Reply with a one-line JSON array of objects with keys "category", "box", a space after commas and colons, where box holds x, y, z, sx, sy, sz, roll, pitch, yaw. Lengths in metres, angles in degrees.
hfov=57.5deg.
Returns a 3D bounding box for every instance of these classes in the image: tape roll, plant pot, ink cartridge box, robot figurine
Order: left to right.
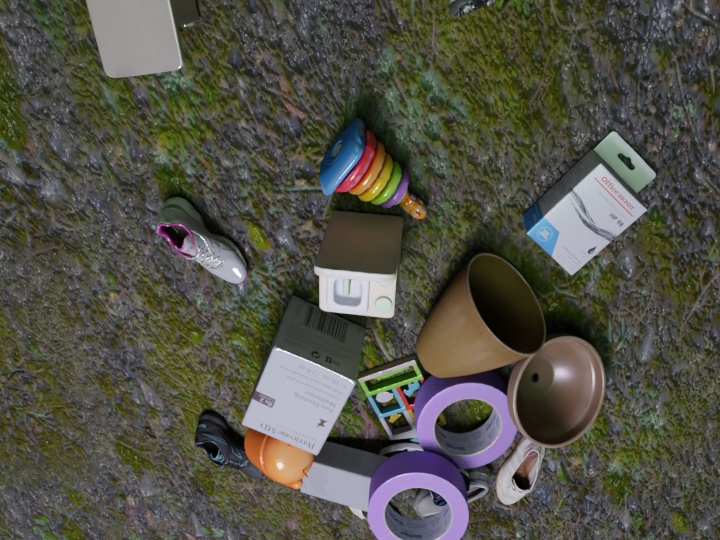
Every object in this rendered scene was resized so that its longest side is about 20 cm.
[{"category": "robot figurine", "box": [-0.163, 0.358, 1.325, 0.114, 0.198, 0.149, 17, 83, -29]}, {"category": "tape roll", "box": [0.111, 0.455, 1.277, 0.193, 0.066, 0.207, 2, 112, 4]}, {"category": "tape roll", "box": [0.203, 0.285, 1.281, 0.193, 0.066, 0.206, 0, 115, -1]}, {"category": "plant pot", "box": [0.191, 0.105, 1.154, 0.185, 0.189, 0.200, 36, 131, -13]}, {"category": "plant pot", "box": [0.342, 0.210, 1.205, 0.194, 0.092, 0.208, -3, 100, -19]}, {"category": "ink cartridge box", "box": [0.373, -0.107, 1.061, 0.115, 0.067, 0.200, 37, 117, -12]}]

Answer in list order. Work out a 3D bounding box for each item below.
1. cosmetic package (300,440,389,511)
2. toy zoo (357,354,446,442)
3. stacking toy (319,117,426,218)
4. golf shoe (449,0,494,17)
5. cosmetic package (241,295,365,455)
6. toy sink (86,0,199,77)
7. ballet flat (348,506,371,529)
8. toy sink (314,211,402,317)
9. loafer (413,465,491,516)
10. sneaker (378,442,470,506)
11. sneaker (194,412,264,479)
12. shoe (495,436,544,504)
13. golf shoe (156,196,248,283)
[{"category": "cosmetic package", "box": [-0.034, 0.432, 1.386, 0.194, 0.074, 0.105, 9, 121, 20]}, {"category": "toy zoo", "box": [0.092, 0.273, 1.338, 0.128, 0.021, 0.203, -20, 115, 18]}, {"category": "stacking toy", "box": [0.037, -0.144, 1.078, 0.197, 0.118, 0.110, 32, 122, -23]}, {"category": "golf shoe", "box": [0.193, -0.441, 0.909, 0.199, 0.077, 0.089, -39, 88, 22]}, {"category": "cosmetic package", "box": [-0.105, 0.197, 1.239, 0.161, 0.166, 0.204, 23, 120, -6]}, {"category": "toy sink", "box": [-0.320, -0.404, 0.967, 0.126, 0.113, 0.206, -4, 114, 10]}, {"category": "ballet flat", "box": [0.020, 0.539, 1.470, 0.069, 0.070, 0.200, -35, 110, 24]}, {"category": "toy sink", "box": [0.000, 0.000, 1.087, 0.126, 0.202, 0.115, 4, 120, 4]}, {"category": "loafer", "box": [0.194, 0.482, 1.411, 0.199, 0.070, 0.070, -39, 108, 25]}, {"category": "sneaker", "box": [0.131, 0.426, 1.357, 0.193, 0.114, 0.074, -1, 137, 8]}, {"category": "sneaker", "box": [-0.287, 0.402, 1.430, 0.075, 0.080, 0.200, -37, 110, 24]}, {"category": "shoe", "box": [0.332, 0.423, 1.369, 0.068, 0.054, 0.205, 14, 120, 0]}, {"category": "golf shoe", "box": [-0.287, -0.037, 1.179, 0.075, 0.092, 0.199, -40, 109, 24]}]
